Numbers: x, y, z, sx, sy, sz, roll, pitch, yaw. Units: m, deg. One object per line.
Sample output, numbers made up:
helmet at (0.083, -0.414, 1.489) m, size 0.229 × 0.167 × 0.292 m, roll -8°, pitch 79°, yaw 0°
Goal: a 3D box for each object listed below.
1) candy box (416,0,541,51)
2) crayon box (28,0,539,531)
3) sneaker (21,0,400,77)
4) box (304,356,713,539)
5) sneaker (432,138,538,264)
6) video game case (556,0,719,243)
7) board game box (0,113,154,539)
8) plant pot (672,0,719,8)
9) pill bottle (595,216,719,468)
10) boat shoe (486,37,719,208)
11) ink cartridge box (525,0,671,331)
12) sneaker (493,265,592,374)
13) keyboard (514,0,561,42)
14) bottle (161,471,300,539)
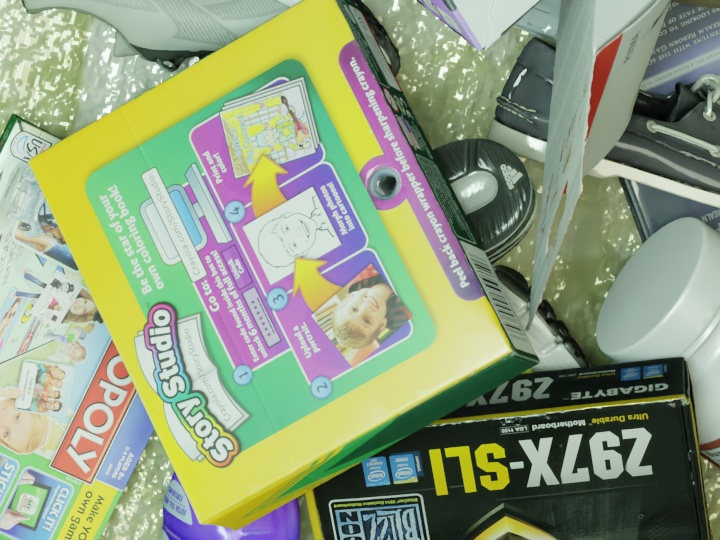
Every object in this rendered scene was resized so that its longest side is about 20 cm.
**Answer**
candy box at (-0.004, -0.215, 1.344) m, size 0.072 × 0.200 × 0.168 m, roll -41°, pitch 132°, yaw -5°
crayon box at (-0.038, -0.004, 1.387) m, size 0.172 × 0.058 × 0.200 m, roll -29°, pitch 76°, yaw 12°
sneaker at (-0.075, -0.131, 1.451) m, size 0.200 × 0.074 × 0.079 m, roll 20°, pitch 103°, yaw -9°
box at (0.079, 0.132, 1.482) m, size 0.200 × 0.049 × 0.160 m, roll -6°, pitch 115°, yaw 9°
sneaker at (0.000, 0.000, 1.468) m, size 0.200 × 0.115 × 0.076 m, roll -20°, pitch 77°, yaw 9°
video game case at (0.188, -0.112, 1.536) m, size 0.143 × 0.019 × 0.200 m, roll -23°, pitch 104°, yaw -8°
board game box at (-0.159, 0.040, 1.474) m, size 0.134 × 0.029 × 0.200 m, roll 26°, pitch 92°, yaw -15°
plant pot at (0.198, -0.237, 1.444) m, size 0.200 × 0.134 × 0.201 m, roll 0°, pitch 89°, yaw -12°
pill bottle at (0.224, 0.061, 1.518) m, size 0.200 × 0.112 × 0.112 m, roll 35°, pitch 90°, yaw -18°
boat shoe at (0.167, -0.071, 1.492) m, size 0.200 × 0.073 × 0.063 m, roll 13°, pitch 99°, yaw -9°
ink cartridge box at (0.119, -0.089, 1.369) m, size 0.050 × 0.161 × 0.200 m, roll 7°, pitch 65°, yaw -2°
sneaker at (0.102, 0.095, 1.526) m, size 0.090 × 0.078 × 0.200 m, roll -38°, pitch 101°, yaw 6°
keyboard at (0.020, -0.175, 1.483) m, size 0.200 × 0.011 × 0.056 m, roll 19°, pitch 88°, yaw -9°
bottle at (-0.067, 0.137, 1.481) m, size 0.065 × 0.084 × 0.200 m, roll 2°, pitch 99°, yaw -22°
